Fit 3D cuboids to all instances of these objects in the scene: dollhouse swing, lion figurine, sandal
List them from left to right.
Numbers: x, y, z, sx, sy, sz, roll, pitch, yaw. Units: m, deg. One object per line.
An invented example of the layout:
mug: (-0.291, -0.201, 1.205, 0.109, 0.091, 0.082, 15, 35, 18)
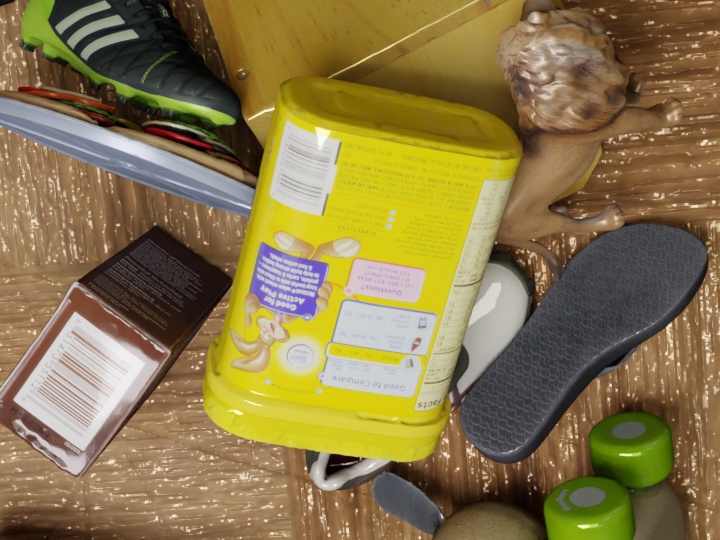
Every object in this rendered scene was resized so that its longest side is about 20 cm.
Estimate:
dollhouse swing: (0.036, -0.134, 0.974, 0.200, 0.176, 0.182, -27, 57, 10)
lion figurine: (0.113, -0.068, 0.900, 0.122, 0.072, 0.200, -6, 130, -33)
sandal: (0.145, 0.045, 0.986, 0.200, 0.043, 0.076, -43, 59, -1)

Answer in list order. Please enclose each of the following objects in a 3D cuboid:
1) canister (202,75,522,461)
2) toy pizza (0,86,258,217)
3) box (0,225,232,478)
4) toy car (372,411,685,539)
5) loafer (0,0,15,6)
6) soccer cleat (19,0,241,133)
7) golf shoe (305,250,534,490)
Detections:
canister: (0.000, 0.000, 0.862, 0.148, 0.087, 0.200, 10, 117, -12)
toy pizza: (-0.136, -0.077, 0.921, 0.200, 0.200, 0.032, 20, 86, 1)
box: (-0.151, 0.044, 0.941, 0.075, 0.200, 0.100, 37, 101, -1)
toy car: (0.106, 0.191, 1.001, 0.200, 0.158, 0.165, 3, 116, 29)
loafer: (-0.304, -0.196, 0.979, 0.200, 0.068, 0.071, -13, 80, 11)
soccer cleat: (-0.141, -0.147, 0.930, 0.200, 0.067, 0.081, 30, 97, 37)
golf shoe: (0.042, 0.075, 0.990, 0.077, 0.088, 0.200, 41, 100, -2)
